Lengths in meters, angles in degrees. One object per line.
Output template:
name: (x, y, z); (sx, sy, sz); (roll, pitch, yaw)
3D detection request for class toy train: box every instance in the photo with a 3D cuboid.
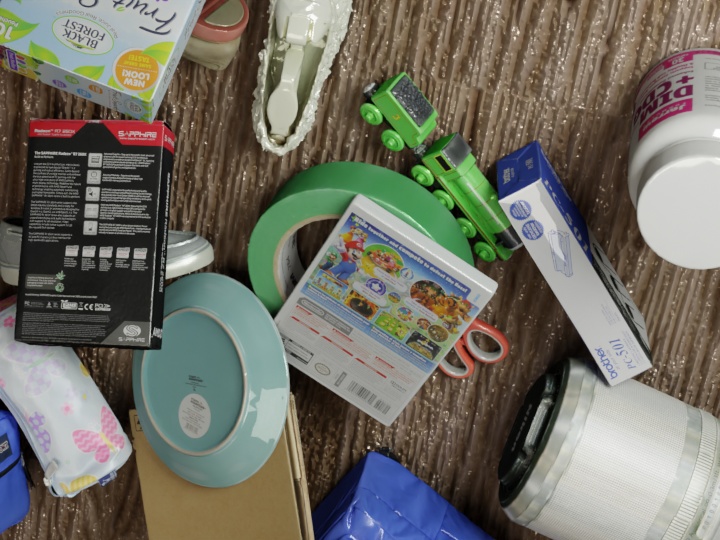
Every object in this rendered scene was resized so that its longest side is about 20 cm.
toy train: (0.076, -0.087, 1.442); (0.200, 0.042, 0.056); (49, 146, -16)

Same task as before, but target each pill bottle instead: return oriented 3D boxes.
pill bottle: (0.268, -0.089, 1.317); (0.113, 0.200, 0.114); (5, 119, 9)

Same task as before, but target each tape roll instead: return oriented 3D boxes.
tape roll: (0.000, 0.000, 1.488); (0.200, 0.048, 0.201); (12, 128, 15)

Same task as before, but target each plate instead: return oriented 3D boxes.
plate: (-0.147, 0.102, 1.544); (0.200, 0.026, 0.201); (1, 92, 38)

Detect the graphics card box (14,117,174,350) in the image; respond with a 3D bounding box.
graphics card box: (-0.233, -0.031, 1.477); (0.125, 0.051, 0.200); (1, 82, 5)

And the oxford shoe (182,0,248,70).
oxford shoe: (-0.193, -0.226, 1.414); (0.200, 0.070, 0.075); (29, 141, 6)

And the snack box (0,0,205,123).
snack box: (-0.195, -0.235, 1.341); (0.142, 0.200, 0.053); (21, 161, 1)

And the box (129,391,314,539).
box: (-0.131, 0.202, 1.570); (0.200, 0.021, 0.164); (-8, 91, 38)

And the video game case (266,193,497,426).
video game case: (0.012, 0.039, 1.468); (0.143, 0.018, 0.200); (33, 131, -2)

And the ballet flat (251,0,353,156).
ballet flat: (-0.051, -0.184, 1.409); (0.072, 0.072, 0.200); (14, 120, 3)

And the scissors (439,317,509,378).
scissors: (0.070, 0.019, 1.509); (0.073, 0.014, 0.200); (-15, 124, 24)

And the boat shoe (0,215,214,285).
boat shoe: (-0.235, -0.027, 1.529); (0.200, 0.070, 0.072); (-3, 108, 7)

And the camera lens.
camera lens: (0.234, 0.180, 1.496); (0.200, 0.160, 0.160); (24, 121, -2)

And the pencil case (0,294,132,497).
pencil case: (-0.301, 0.118, 1.602); (0.091, 0.083, 0.200); (-32, 102, -14)

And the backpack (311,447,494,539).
backpack: (0.037, 0.309, 1.598); (0.200, 0.168, 0.163); (35, 126, -8)

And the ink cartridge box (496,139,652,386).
ink cartridge box: (0.183, -0.006, 1.440); (0.044, 0.094, 0.200); (-28, 110, 16)

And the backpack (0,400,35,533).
backpack: (-0.414, 0.172, 1.623); (0.168, 0.163, 0.200); (0, 109, 21)
